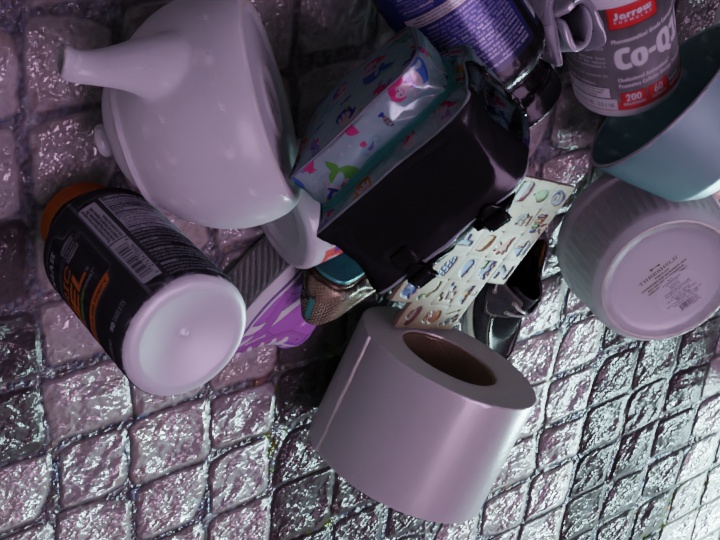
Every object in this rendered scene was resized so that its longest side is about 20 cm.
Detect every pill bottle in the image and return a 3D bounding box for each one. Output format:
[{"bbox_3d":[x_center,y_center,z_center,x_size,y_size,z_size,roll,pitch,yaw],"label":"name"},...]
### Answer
[{"bbox_3d":[-0.181,0.003,0.973,0.106,0.200,0.107,-21,130,-28],"label":"pill bottle"},{"bbox_3d":[0.249,-0.260,1.215,0.114,0.114,0.201,-37,136,-13],"label":"pill bottle"},{"bbox_3d":[0.008,-0.089,1.134,0.199,0.111,0.112,-26,133,-24],"label":"pill bottle"},{"bbox_3d":[0.091,-0.215,1.076,0.112,0.112,0.200,-43,118,-7],"label":"pill bottle"}]

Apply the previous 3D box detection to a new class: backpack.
[{"bbox_3d":[0.041,-0.098,0.979,0.177,0.200,0.151,-40,101,22],"label":"backpack"}]

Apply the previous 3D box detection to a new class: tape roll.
[{"bbox_3d":[0.064,0.146,1.282,0.202,0.203,0.140,9,112,-43],"label":"tape roll"}]

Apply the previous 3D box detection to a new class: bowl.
[{"bbox_3d":[0.349,-0.151,1.298,0.105,0.201,0.201,40,90,-12],"label":"bowl"}]

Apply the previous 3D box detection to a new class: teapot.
[{"bbox_3d":[-0.135,-0.115,0.970,0.145,0.198,0.201,-14,113,7],"label":"teapot"}]

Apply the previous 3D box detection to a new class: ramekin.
[{"bbox_3d":[0.333,-0.015,1.414,0.199,0.105,0.201,-5,122,-9],"label":"ramekin"}]

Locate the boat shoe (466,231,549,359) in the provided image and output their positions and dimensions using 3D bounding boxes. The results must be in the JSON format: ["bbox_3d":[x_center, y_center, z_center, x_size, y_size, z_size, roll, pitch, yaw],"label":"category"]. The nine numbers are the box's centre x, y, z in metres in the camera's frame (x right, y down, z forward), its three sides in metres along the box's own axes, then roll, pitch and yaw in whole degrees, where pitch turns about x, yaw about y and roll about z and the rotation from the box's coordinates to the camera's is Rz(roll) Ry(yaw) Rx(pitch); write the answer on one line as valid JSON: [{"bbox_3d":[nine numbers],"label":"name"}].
[{"bbox_3d":[0.167,0.028,1.387,0.072,0.068,0.201,-18,130,-33],"label":"boat shoe"}]

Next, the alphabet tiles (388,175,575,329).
[{"bbox_3d":[0.116,-0.017,1.260,0.167,0.008,0.200,5,127,-50],"label":"alphabet tiles"}]

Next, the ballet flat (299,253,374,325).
[{"bbox_3d":[0.000,0.000,1.203,0.200,0.068,0.076,-34,154,-52],"label":"ballet flat"}]

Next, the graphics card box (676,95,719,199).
[{"bbox_3d":[0.385,-0.131,1.470,0.125,0.051,0.201,-14,126,-32],"label":"graphics card box"}]

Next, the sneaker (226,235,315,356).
[{"bbox_3d":[-0.109,0.061,1.174,0.200,0.073,0.115,-38,140,-13],"label":"sneaker"}]

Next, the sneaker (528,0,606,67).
[{"bbox_3d":[0.166,-0.202,1.183,0.075,0.115,0.201,-27,133,-29],"label":"sneaker"}]
